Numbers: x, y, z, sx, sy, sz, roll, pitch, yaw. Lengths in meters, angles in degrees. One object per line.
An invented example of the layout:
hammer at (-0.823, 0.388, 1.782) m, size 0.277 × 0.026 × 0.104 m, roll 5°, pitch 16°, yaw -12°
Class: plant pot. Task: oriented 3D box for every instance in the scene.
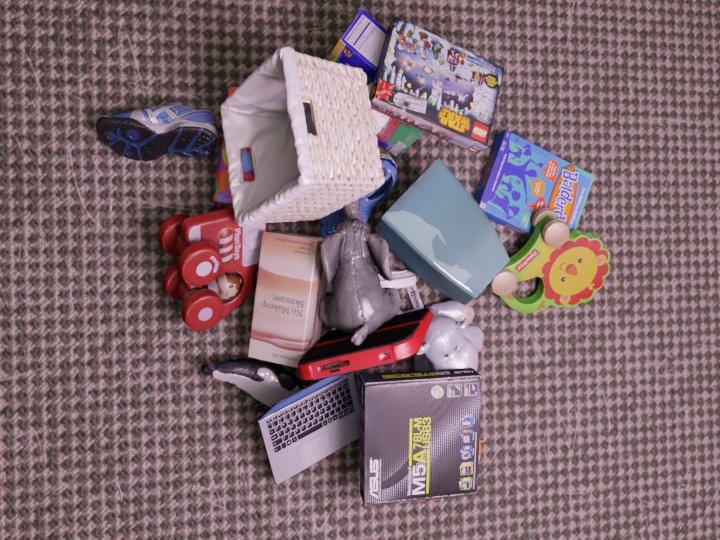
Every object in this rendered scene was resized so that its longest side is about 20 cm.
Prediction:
plant pot at (0.144, -0.050, 1.193) m, size 0.200 × 0.142 × 0.141 m, roll 45°, pitch 80°, yaw 6°

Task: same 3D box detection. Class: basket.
basket at (-0.091, -0.186, 1.056) m, size 0.158 × 0.198 × 0.204 m, roll -1°, pitch 77°, yaw -40°

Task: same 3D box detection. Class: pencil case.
pencil case at (-0.196, -0.195, 1.166) m, size 0.086 × 0.088 × 0.206 m, roll 8°, pitch 88°, yaw -13°

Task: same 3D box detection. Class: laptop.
laptop at (-0.058, 0.239, 1.132) m, size 0.184 × 0.115 × 0.205 m, roll -22°, pitch 113°, yaw -26°

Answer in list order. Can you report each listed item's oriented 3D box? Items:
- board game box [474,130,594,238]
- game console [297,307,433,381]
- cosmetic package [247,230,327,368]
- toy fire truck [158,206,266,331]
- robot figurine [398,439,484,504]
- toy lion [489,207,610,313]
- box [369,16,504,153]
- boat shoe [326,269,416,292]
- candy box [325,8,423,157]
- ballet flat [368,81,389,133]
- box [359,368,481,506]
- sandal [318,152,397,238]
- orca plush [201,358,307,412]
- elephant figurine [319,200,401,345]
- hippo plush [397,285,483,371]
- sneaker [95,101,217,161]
board game box at (0.317, -0.143, 1.308) m, size 0.196 × 0.045 × 0.156 m, roll 23°, pitch 85°, yaw -13°
game console at (0.010, 0.113, 1.102) m, size 0.195 × 0.177 × 0.032 m, roll -14°, pitch 98°, yaw 19°
cosmetic package at (-0.113, 0.044, 1.152) m, size 0.101 × 0.087 × 0.206 m, roll 8°, pitch 96°, yaw 15°
toy fire truck at (-0.223, -0.007, 1.131) m, size 0.165 × 0.112 × 0.204 m, roll -16°, pitch 129°, yaw -29°
robot figurine at (0.124, 0.314, 1.219) m, size 0.197 × 0.117 × 0.146 m, roll -28°, pitch 73°, yaw -12°
toy lion at (0.348, 0.002, 1.286) m, size 0.200 × 0.069 × 0.191 m, roll -43°, pitch 116°, yaw 12°
box at (0.119, -0.283, 1.092) m, size 0.196 × 0.040 × 0.140 m, roll 19°, pitch 78°, yaw -16°
boat shoe at (0.000, 0.000, 1.220) m, size 0.194 × 0.071 × 0.072 m, roll -1°, pitch 90°, yaw -5°
candy box at (0.031, -0.302, 1.176) m, size 0.199 × 0.169 × 0.078 m, roll 38°, pitch 69°, yaw -9°
ballet flat at (-0.013, -0.222, 1.154) m, size 0.070 × 0.199 × 0.074 m, roll 15°, pitch 58°, yaw -27°
box at (0.093, 0.260, 1.117) m, size 0.188 × 0.047 × 0.206 m, roll -1°, pitch 101°, yaw -13°
sandal at (-0.001, -0.121, 1.212) m, size 0.079 × 0.087 × 0.202 m, roll 35°, pitch 84°, yaw -12°
orca plush at (-0.168, 0.178, 1.192) m, size 0.195 × 0.072 × 0.107 m, roll 13°, pitch 131°, yaw -9°
elephant figurine at (-0.012, -0.014, 1.104) m, size 0.139 × 0.153 × 0.206 m, roll -18°, pitch 109°, yaw -39°
hippo plush at (0.149, 0.107, 1.205) m, size 0.157 × 0.161 × 0.203 m, roll -31°, pitch 96°, yaw -11°
sneaker at (-0.326, -0.229, 1.151) m, size 0.194 × 0.077 × 0.078 m, roll 4°, pitch 50°, yaw -4°
